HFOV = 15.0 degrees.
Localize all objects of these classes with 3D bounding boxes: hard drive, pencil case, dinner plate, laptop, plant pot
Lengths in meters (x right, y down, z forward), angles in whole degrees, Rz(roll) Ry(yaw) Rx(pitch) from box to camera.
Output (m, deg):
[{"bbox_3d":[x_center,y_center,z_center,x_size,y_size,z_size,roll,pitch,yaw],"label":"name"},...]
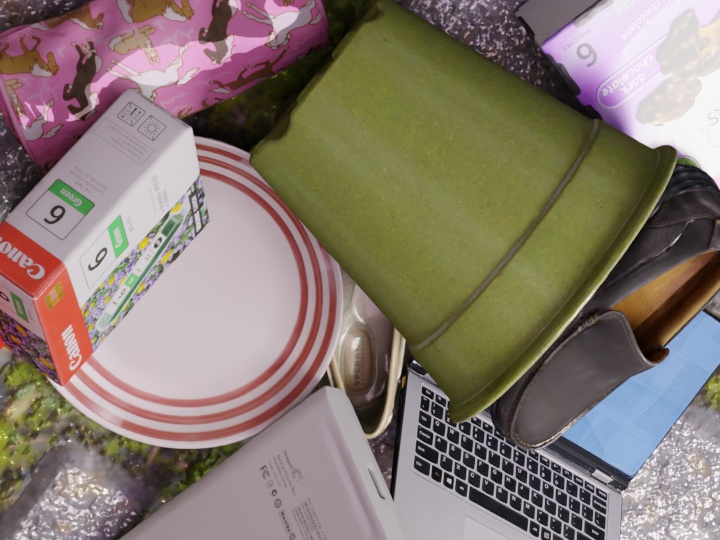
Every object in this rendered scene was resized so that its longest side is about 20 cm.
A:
[{"bbox_3d":[-0.063,0.179,1.649,0.200,0.133,0.026,-38,152,26],"label":"hard drive"},{"bbox_3d":[-0.117,-0.130,1.561,0.199,0.087,0.083,-26,151,1],"label":"pencil case"},{"bbox_3d":[-0.108,0.011,1.634,0.198,0.024,0.202,2,112,6],"label":"dinner plate"},{"bbox_3d":[0.128,0.101,1.679,0.187,0.201,0.116,30,137,-27],"label":"laptop"},{"bbox_3d":[0.044,-0.050,1.546,0.190,0.200,0.200,39,101,-5],"label":"plant pot"}]

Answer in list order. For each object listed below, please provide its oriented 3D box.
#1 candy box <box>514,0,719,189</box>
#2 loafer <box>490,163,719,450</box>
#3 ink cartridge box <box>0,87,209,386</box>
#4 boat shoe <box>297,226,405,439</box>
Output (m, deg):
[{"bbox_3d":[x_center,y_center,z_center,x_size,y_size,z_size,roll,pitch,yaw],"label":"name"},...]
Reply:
[{"bbox_3d":[0.219,-0.121,1.635,0.167,0.072,0.200,-37,114,6],"label":"candy box"},{"bbox_3d":[0.150,0.033,1.604,0.073,0.072,0.201,22,111,-36],"label":"loafer"},{"bbox_3d":[-0.167,0.005,1.512,0.200,0.050,0.109,-50,160,-21],"label":"ink cartridge box"},{"bbox_3d":[-0.002,0.001,1.647,0.073,0.063,0.202,-3,113,-10],"label":"boat shoe"}]
